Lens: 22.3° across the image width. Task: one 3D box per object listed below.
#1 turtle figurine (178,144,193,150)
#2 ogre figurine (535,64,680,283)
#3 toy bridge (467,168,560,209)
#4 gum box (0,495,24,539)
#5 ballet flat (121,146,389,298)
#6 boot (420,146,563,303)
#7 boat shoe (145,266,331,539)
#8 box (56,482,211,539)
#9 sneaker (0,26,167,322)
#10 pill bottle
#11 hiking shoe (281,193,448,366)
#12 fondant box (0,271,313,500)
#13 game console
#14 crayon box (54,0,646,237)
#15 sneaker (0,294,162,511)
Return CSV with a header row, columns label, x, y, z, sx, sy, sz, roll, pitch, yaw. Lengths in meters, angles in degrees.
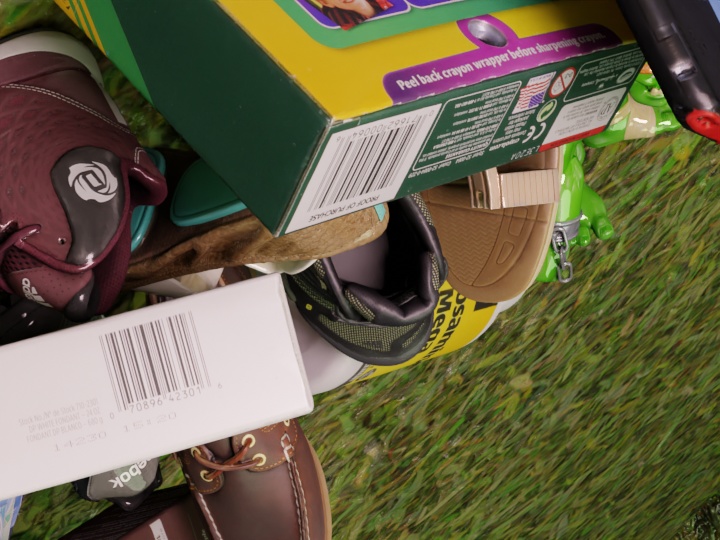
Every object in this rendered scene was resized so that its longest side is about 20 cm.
label,x,y,z,sx,sy,sz,roll,pitch,yaw
turtle figurine,-0.023,-0.087,0.875,0.199,0.064,0.162,-32,158,-25
ogre figurine,0.133,-0.100,1.070,0.200,0.098,0.120,-44,147,-21
toy bridge,0.051,-0.127,0.820,0.067,0.201,0.027,-7,-172,-25
gum box,-0.230,0.139,0.862,0.200,0.044,0.171,56,49,-70
ballet flat,-0.066,-0.020,0.780,0.199,0.068,0.072,-11,142,41
boot,0.086,-0.091,0.931,0.155,0.072,0.201,-15,103,-67
boat shoe,-0.070,0.077,0.945,0.070,0.201,0.070,-19,179,12
box,-0.129,0.187,0.966,0.075,0.101,0.200,-15,-175,24
sneaker,-0.160,-0.012,0.701,0.199,0.116,0.076,-32,158,-25
pill bottle,0.015,-0.001,1.046,0.200,0.113,0.113,-14,146,-52
hiking shoe,0.000,0.000,0.850,0.075,0.101,0.200,-22,142,-1
fondant box,-0.105,0.052,0.771,0.143,0.059,0.200,-15,177,-9
game console,0.108,-0.138,0.707,0.031,0.201,0.177,-29,169,17
crayon box,-0.009,-0.109,0.699,0.199,0.173,0.058,-19,147,-46
sneaker,-0.138,0.071,0.942,0.066,0.091,0.200,-38,159,-12
